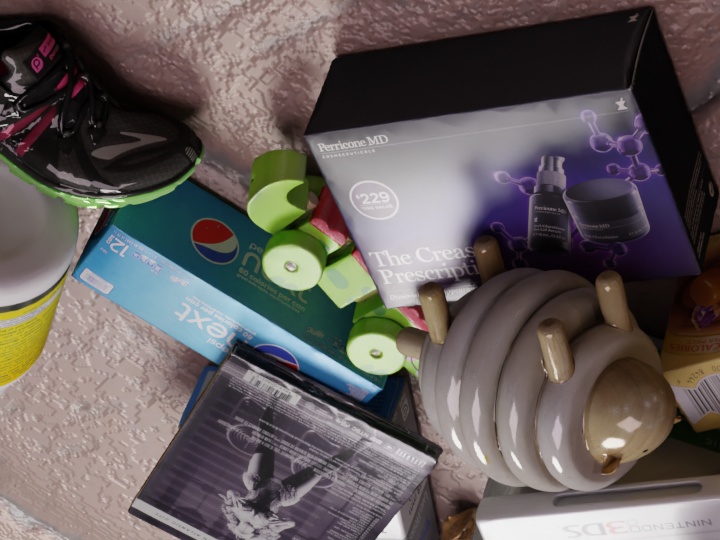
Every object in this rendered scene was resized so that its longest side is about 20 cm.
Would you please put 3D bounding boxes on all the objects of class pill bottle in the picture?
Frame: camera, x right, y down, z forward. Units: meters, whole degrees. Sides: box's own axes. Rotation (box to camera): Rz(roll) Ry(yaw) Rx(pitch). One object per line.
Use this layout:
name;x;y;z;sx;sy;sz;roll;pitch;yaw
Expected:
pill bottle;-0.246;0.010;1.609;0.112;0.113;0.200;22;148;-3

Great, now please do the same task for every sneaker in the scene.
sneaker;-0.189;-0.101;1.521;0.199;0.077;0.084;21;140;-3

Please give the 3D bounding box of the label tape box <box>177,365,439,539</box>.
label tape box;-0.028;0.159;1.724;0.144;0.063;0.200;3;133;18

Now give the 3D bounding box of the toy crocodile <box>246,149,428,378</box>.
toy crocodile;0.000;0.000;1.558;0.062;0.068;0.200;-26;120;36

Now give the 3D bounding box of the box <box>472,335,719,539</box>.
box;0.176;0.168;1.585;0.198;0.172;0.200;18;136;1

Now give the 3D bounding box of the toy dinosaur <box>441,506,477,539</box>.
toy dinosaur;0.071;0.263;1.746;0.060;0.106;0.201;-9;87;23

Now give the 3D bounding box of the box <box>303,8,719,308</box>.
box;0.088;-0.061;1.465;0.199;0.079;0.141;-7;127;25

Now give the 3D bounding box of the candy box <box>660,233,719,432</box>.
candy box;0.274;0.015;1.443;0.199;0.117;0.057;-18;125;33

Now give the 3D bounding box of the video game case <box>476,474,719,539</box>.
video game case;0.182;0.200;1.476;0.181;0.024;0.200;-8;128;22

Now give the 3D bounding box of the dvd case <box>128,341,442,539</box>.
dvd case;-0.052;0.136;1.652;0.148;0.016;0.200;27;137;-7

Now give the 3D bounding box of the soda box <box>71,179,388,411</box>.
soda box;-0.074;0.016;1.599;0.200;0.068;0.064;32;136;-13

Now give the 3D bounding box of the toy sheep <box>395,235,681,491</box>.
toy sheep;0.097;0.057;1.438;0.200;0.138;0.138;22;146;45
